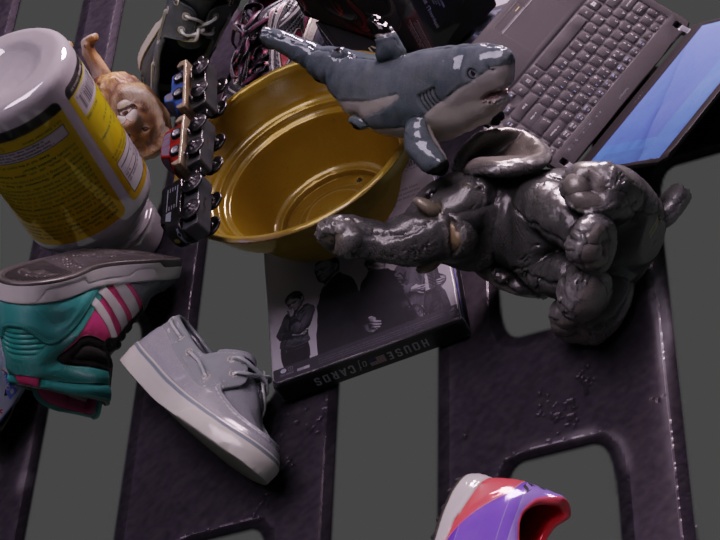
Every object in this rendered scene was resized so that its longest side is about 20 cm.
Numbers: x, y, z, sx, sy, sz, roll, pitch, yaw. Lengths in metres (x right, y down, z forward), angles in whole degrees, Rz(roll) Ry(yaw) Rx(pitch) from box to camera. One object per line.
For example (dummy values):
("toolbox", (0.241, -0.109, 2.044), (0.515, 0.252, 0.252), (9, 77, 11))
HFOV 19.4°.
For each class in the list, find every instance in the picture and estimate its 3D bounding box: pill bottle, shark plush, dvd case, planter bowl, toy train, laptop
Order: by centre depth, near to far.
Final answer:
("shark plush", (0.024, -0.146, 1.491), (0.200, 0.083, 0.091), (29, 46, 36))
("toy train", (-0.126, -0.090, 1.570), (0.046, 0.034, 0.200), (-28, 38, 24))
("laptop", (0.186, -0.167, 1.587), (0.200, 0.103, 0.177), (34, 66, 16))
("planter bowl", (-0.034, -0.068, 1.588), (0.200, 0.083, 0.200), (-18, 40, 15))
("dvd case", (0.000, 0.000, 1.592), (0.150, 0.025, 0.200), (-20, 39, 12))
("pill bottle", (-0.239, -0.087, 1.693), (0.112, 0.200, 0.112), (-17, 40, 15))

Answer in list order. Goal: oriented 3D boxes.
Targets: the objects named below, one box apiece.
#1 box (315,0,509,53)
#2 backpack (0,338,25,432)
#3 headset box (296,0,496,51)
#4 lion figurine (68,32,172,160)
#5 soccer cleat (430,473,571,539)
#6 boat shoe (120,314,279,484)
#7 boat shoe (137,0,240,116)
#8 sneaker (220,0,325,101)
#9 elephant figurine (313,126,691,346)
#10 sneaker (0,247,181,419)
("box", (0.080, -0.208, 1.750), (0.200, 0.044, 0.160), (-31, 39, -1))
("backpack", (-0.353, 0.066, 1.649), (0.190, 0.154, 0.200), (-5, 43, 17))
("headset box", (0.010, -0.261, 1.698), (0.075, 0.149, 0.200), (-46, 42, -18))
("lion figurine", (-0.258, -0.127, 1.850), (0.200, 0.123, 0.072), (-24, 2, 32))
("soccer cleat", (0.069, 0.209, 1.295), (0.073, 0.068, 0.200), (2, 46, 27))
("boat shoe", (-0.105, 0.085, 1.526), (0.072, 0.070, 0.201), (-48, 38, -5))
("boat shoe", (-0.138, -0.211, 1.804), (0.073, 0.200, 0.062), (5, 52, -25))
("sneaker", (-0.085, -0.178, 1.795), (0.081, 0.075, 0.200), (-12, 43, 21))
("elephant figurine", (0.100, -0.037, 1.477), (0.200, 0.155, 0.142), (15, 78, 31))
("sneaker", (-0.206, 0.051, 1.622), (0.084, 0.121, 0.200), (10, 13, 30))
